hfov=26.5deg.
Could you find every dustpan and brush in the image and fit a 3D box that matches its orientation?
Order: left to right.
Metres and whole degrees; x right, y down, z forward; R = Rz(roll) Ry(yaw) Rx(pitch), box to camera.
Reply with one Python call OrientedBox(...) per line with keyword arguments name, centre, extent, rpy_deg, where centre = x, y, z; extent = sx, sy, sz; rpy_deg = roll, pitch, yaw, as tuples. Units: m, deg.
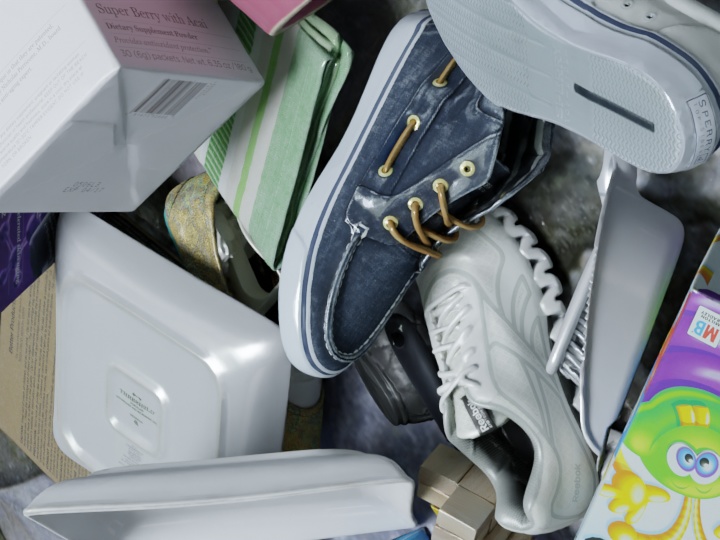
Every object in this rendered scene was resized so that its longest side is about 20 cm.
OrientedBox(name="dustpan and brush", centre=(0.121, -0.015, 0.716), extent=(0.057, 0.140, 0.201), rpy_deg=(20, 91, 11))

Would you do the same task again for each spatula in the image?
OrientedBox(name="spatula", centre=(0.058, 0.110, 0.845), extent=(0.056, 0.021, 0.201), rpy_deg=(-9, 112, 43))

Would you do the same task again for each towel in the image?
OrientedBox(name="towel", centre=(-0.072, -0.122, 0.902), extent=(0.200, 0.023, 0.153), rpy_deg=(54, 139, 38))

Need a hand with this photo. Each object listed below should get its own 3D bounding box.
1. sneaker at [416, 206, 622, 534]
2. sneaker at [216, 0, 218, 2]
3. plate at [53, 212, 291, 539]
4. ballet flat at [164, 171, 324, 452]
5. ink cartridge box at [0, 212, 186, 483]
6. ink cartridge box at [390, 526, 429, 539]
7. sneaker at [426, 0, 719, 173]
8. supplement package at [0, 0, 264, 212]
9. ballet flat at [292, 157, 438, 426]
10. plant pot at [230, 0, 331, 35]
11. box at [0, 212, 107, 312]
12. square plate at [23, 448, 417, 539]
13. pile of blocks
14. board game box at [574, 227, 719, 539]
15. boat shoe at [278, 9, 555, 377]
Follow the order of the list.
OrientedBox(name="sneaker", centre=(0.069, 0.044, 0.801), extent=(0.075, 0.081, 0.201), rpy_deg=(-40, 73, 50))
OrientedBox(name="sneaker", centre=(-0.145, -0.160, 0.910), extent=(0.200, 0.083, 0.074), rpy_deg=(48, 135, 42))
OrientedBox(name="plate", centre=(-0.132, 0.083, 0.965), extent=(0.199, 0.032, 0.201), rpy_deg=(28, 128, 29))
OrientedBox(name="ballet flat", centre=(-0.061, 0.029, 0.955), extent=(0.071, 0.070, 0.201), rpy_deg=(-27, 85, 49))
OrientedBox(name="ink cartridge box", centre=(-0.185, 0.065, 1.094), extent=(0.165, 0.075, 0.201), rpy_deg=(37, 130, 35))
OrientedBox(name="ink cartridge box", centre=(-0.038, 0.260, 0.913), extent=(0.125, 0.199, 0.129), rpy_deg=(-31, 81, 49))
OrientedBox(name="sneaker", centre=(0.103, -0.104, 0.688), extent=(0.200, 0.071, 0.073), rpy_deg=(43, 147, 42))
OrientedBox(name="supplement package", centre=(-0.168, -0.145, 0.808), extent=(0.120, 0.121, 0.201), rpy_deg=(-40, 72, 28))
OrientedBox(name="ballet flat", centre=(0.000, 0.000, 0.896), extent=(0.201, 0.057, 0.067), rpy_deg=(61, 166, 18))
OrientedBox(name="plant pot", centre=(-0.046, -0.225, 0.751), extent=(0.179, 0.200, 0.200), rpy_deg=(53, 139, -6))
OrientedBox(name="box", centre=(-0.234, -0.085, 0.980), extent=(0.104, 0.200, 0.149), rpy_deg=(13, 120, 12))
OrientedBox(name="square plate", centre=(-0.068, 0.130, 0.853), extent=(0.200, 0.197, 0.029), rpy_deg=(81, -176, -74))
OrientedBox(name="pile of blocks", centre=(0.080, 0.193, 0.823), extent=(0.082, 0.062, 0.200), rpy_deg=(-33, 96, 43))
OrientedBox(name="board game box", centre=(0.167, 0.083, 0.668), extent=(0.103, 0.105, 0.201), rpy_deg=(25, 126, 13))
OrientedBox(name="boat shoe", centre=(0.030, -0.034, 0.766), extent=(0.091, 0.071, 0.201), rpy_deg=(18, 85, 40))
